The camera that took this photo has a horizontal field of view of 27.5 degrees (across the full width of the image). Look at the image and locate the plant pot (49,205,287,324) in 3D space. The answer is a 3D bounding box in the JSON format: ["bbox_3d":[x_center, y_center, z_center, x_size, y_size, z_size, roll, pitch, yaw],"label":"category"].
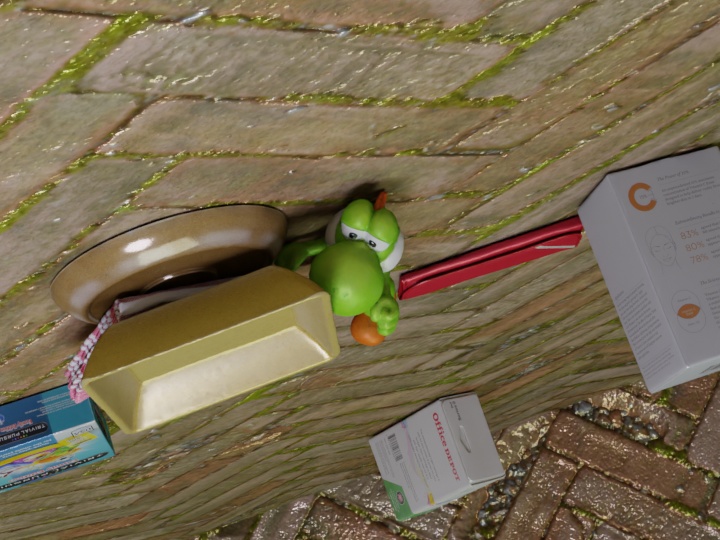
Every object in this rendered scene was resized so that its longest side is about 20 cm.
[{"bbox_3d":[-0.150,0.002,1.187,0.199,0.028,0.200,-18,164,-5],"label":"plant pot"}]

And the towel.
[{"bbox_3d":[-0.163,0.057,1.257,0.146,0.030,0.200,-12,163,-29],"label":"towel"}]

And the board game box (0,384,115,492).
[{"bbox_3d":[-0.342,0.179,1.530,0.150,0.047,0.200,-17,165,-8],"label":"board game box"}]

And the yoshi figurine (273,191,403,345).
[{"bbox_3d":[-0.012,0.009,1.241,0.112,0.112,0.200,-11,161,-8],"label":"yoshi figurine"}]

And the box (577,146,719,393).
[{"bbox_3d":[0.312,-0.001,1.425,0.124,0.201,0.098,-15,165,-16],"label":"box"}]

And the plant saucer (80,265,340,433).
[{"bbox_3d":[-0.120,0.060,1.197,0.199,0.049,0.200,-20,162,-4],"label":"plant saucer"}]

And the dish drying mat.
[{"bbox_3d":[0.135,-0.009,1.527,0.199,0.018,0.077,-19,166,-5],"label":"dish drying mat"}]

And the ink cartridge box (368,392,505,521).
[{"bbox_3d":[0.121,0.298,2.355,0.087,0.146,0.200,-8,161,-38],"label":"ink cartridge box"}]
